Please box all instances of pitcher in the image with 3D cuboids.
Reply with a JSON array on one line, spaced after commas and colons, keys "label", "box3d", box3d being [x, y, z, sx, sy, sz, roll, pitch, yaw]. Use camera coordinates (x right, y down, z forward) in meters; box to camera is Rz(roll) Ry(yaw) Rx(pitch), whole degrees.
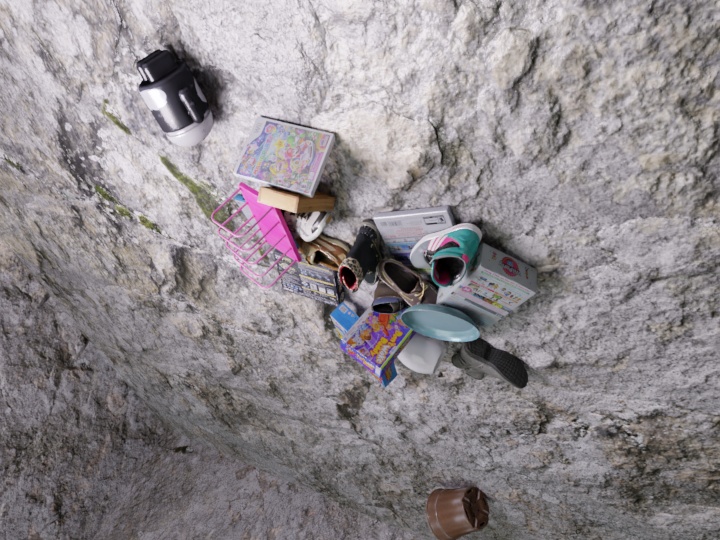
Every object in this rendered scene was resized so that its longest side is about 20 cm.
[{"label": "pitcher", "box3d": [0.135, 0.212, 1.468, 0.196, 0.122, 0.174, 28, 149, 20]}]

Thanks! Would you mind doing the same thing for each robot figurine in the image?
[{"label": "robot figurine", "box3d": [-0.409, -0.380, 1.168, 0.121, 0.153, 0.204, -17, 128, 9]}]

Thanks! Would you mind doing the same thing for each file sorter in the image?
[{"label": "file sorter", "box3d": [-0.255, -0.077, 1.274, 0.137, 0.126, 0.203, 30, 154, 32]}]

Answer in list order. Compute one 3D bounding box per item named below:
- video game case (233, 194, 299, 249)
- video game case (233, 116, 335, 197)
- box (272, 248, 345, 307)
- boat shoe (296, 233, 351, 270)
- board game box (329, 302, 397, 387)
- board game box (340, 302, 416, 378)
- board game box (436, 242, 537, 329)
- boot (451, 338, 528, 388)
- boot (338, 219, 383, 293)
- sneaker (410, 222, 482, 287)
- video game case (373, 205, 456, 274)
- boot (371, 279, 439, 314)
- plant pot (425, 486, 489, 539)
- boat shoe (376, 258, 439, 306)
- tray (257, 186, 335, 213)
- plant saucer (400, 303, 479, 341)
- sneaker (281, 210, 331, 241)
[{"label": "video game case", "box3d": [-0.248, -0.127, 1.374, 0.197, 0.018, 0.145, 20, 146, 50]}, {"label": "video game case", "box3d": [-0.165, -0.248, 1.130, 0.194, 0.148, 0.018, 16, 166, 18]}, {"label": "box", "box3d": [-0.145, 0.014, 1.493, 0.194, 0.050, 0.164, 16, 143, 20]}, {"label": "boat shoe", "box3d": [-0.118, -0.054, 1.372, 0.194, 0.075, 0.077, 16, 142, 19]}, {"label": "board game box", "box3d": [0.011, 0.217, 1.519, 0.199, 0.056, 0.198, 40, 161, 32]}, {"label": "board game box", "box3d": [0.058, 0.160, 1.363, 0.132, 0.200, 0.046, 32, 146, 20]}, {"label": "board game box", "box3d": [0.281, 0.041, 1.187, 0.143, 0.066, 0.201, 24, 146, -11]}, {"label": "boot", "box3d": [0.349, 0.264, 1.425, 0.196, 0.068, 0.132, 33, 149, 11]}, {"label": "boot", "box3d": [-0.001, -0.001, 1.282, 0.071, 0.156, 0.207, 16, 141, 16]}, {"label": "sneaker", "box3d": [0.169, -0.017, 1.135, 0.083, 0.123, 0.198, 42, 142, -18]}, {"label": "video game case", "box3d": [0.145, -0.064, 1.219, 0.194, 0.022, 0.185, -1, 132, 35]}, {"label": "boot", "box3d": [0.120, 0.078, 1.335, 0.194, 0.098, 0.076, 7, 139, 29]}, {"label": "plant pot", "box3d": [0.395, 0.958, 2.085, 0.199, 0.203, 0.197, 39, 135, -13]}, {"label": "boat shoe", "box3d": [0.126, 0.040, 1.263, 0.197, 0.073, 0.060, 36, 174, -3]}, {"label": "tray", "box3d": [-0.138, -0.161, 1.179, 0.095, 0.199, 0.038, 17, 104, 17]}, {"label": "plant saucer", "box3d": [0.193, 0.124, 1.270, 0.193, 0.028, 0.201, 13, 158, 5]}, {"label": "sneaker", "box3d": [-0.146, -0.126, 1.278, 0.088, 0.076, 0.197, 48, 155, -24]}]
